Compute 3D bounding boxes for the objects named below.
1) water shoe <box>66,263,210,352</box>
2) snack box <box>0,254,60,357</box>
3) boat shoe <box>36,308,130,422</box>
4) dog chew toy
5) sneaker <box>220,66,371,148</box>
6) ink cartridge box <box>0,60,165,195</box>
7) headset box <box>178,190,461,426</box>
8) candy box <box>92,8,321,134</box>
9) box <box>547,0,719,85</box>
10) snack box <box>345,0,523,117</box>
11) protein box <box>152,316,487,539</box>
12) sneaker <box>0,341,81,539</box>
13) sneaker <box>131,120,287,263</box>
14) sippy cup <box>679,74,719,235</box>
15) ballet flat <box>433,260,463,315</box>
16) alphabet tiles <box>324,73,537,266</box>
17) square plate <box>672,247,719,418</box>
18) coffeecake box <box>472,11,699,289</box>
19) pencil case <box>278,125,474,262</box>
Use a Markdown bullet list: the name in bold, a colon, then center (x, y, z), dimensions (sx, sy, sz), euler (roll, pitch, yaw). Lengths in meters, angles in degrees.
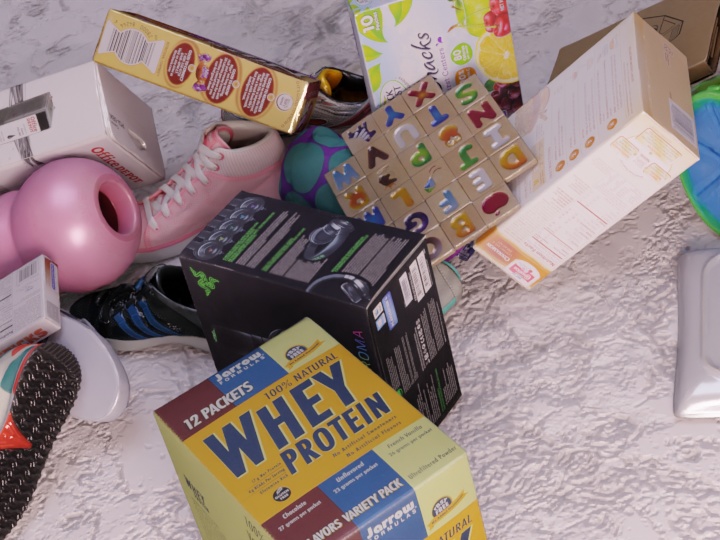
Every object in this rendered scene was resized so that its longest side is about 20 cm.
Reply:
- **water shoe**: center (-0.178, 0.024, 1.527), dimensions (0.199, 0.079, 0.072), euler (2, 41, 20)
- **snack box**: center (-0.346, 0.062, 1.507), dimensions (0.199, 0.024, 0.072), euler (-29, 49, 21)
- **boat shoe**: center (-0.251, 0.077, 1.496), dimensions (0.200, 0.068, 0.072), euler (28, 93, 42)
- **dog chew toy**: center (-0.302, -0.027, 1.596), dimensions (0.199, 0.125, 0.125), euler (-20, 33, 28)
- **sneaker**: center (-0.046, -0.169, 1.715), dimensions (0.199, 0.083, 0.078), euler (-3, 40, 16)
- **ink cartridge box**: center (-0.309, -0.117, 1.655), dimensions (0.199, 0.147, 0.083), euler (-16, 72, 12)
- **headset box**: center (-0.036, 0.043, 1.379), dimensions (0.199, 0.175, 0.093), euler (16, 47, 32)
- **candy box**: center (-0.142, -0.188, 1.614), dimensions (0.199, 0.057, 0.117), euler (19, 8, 3)
- **box**: center (0.260, -0.201, 1.632), dimensions (0.199, 0.021, 0.164), euler (-24, 29, 36)
- **snack box**: center (0.074, -0.186, 1.600), dimensions (0.141, 0.201, 0.053), euler (-16, 39, -1)
- **protein box**: center (-0.017, 0.180, 1.186), dimensions (0.134, 0.201, 0.198), euler (-31, 41, -19)
- **sneaker**: center (-0.309, 0.148, 1.419), dimensions (0.093, 0.070, 0.201), euler (2, 61, 53)
- **sneaker**: center (-0.159, -0.084, 1.633), dimensions (0.199, 0.105, 0.076), euler (-19, 40, -2)
- **sippy cup**: center (0.363, -0.107, 1.476), dimensions (0.130, 0.140, 0.179), euler (-19, 79, -22)
- **ballet flat**: center (0.000, 0.000, 1.510), dimensions (0.199, 0.068, 0.064), euler (20, 61, 38)
- **alphabet tiles**: center (0.059, -0.089, 1.498), dimensions (0.166, 0.006, 0.200), euler (-33, 46, 4)
- **square plate**: center (0.352, 0.038, 1.375), dimensions (0.197, 0.029, 0.201), euler (-4, 40, 15)
- **coffeecake box**: center (0.191, -0.103, 1.482), dimensions (0.200, 0.073, 0.154), euler (-39, 27, 31)
- **pencil case**: center (0.016, -0.071, 1.573), dimensions (0.199, 0.085, 0.092), euler (24, 54, 39)
